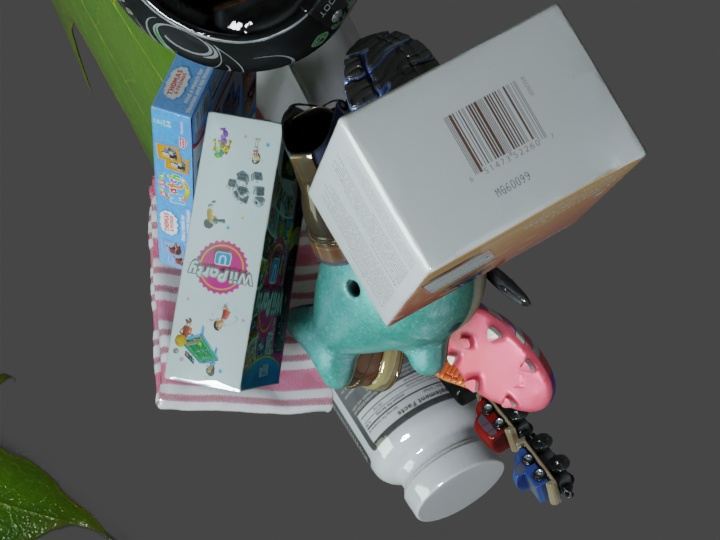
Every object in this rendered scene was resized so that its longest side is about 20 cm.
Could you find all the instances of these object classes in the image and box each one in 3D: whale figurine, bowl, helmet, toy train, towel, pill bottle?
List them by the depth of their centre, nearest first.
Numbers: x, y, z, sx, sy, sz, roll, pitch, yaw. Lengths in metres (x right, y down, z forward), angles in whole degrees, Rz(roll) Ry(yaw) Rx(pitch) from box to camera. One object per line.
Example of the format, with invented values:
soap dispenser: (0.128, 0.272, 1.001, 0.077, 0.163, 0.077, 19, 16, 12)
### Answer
helmet: (-0.092, -0.235, 1.534, 0.200, 0.200, 0.191, 63, -179, -7)
whale figurine: (0.004, 0.020, 1.667, 0.200, 0.104, 0.159, -42, 79, 39)
towel: (-0.097, 0.018, 1.768, 0.030, 0.146, 0.200, 126, 143, -68)
bowl: (-0.056, -0.189, 1.783, 0.200, 0.075, 0.200, 62, 169, 2)
toy train: (0.119, 0.129, 1.839, 0.200, 0.046, 0.034, 51, 165, 43)
pill bottle: (0.041, 0.125, 2.007, 0.200, 0.116, 0.116, 57, 168, 24)

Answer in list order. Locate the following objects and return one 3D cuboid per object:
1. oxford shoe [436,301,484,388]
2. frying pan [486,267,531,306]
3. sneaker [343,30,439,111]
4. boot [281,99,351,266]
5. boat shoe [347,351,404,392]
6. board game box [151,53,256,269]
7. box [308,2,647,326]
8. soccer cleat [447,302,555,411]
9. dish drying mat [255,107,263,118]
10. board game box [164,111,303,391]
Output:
oxford shoe: (0.083, 0.056, 1.827, 0.073, 0.071, 0.200, 36, -177, -35)
frying pan: (0.064, -0.042, 1.697, 0.190, 0.031, 0.115, 23, 150, 57)
sneaker: (0.048, -0.085, 1.572, 0.200, 0.075, 0.078, 60, 173, 17)
boot: (-0.007, -0.105, 1.607, 0.200, 0.075, 0.097, -78, -27, -46)
boat shoe: (0.000, 0.000, 1.820, 0.072, 0.067, 0.200, -1, 85, 60)
board game box: (-0.118, -0.116, 1.686, 0.037, 0.151, 0.200, 15, 146, 8)
box: (0.066, -0.059, 1.334, 0.106, 0.152, 0.200, 60, 170, 6)
soccer cleat: (0.081, 0.039, 1.733, 0.200, 0.076, 0.067, 33, 120, 19)
dish drying mat: (-0.061, -0.085, 1.882, 0.200, 0.018, 0.077, 49, -167, -10)
board game box: (-0.089, -0.013, 1.656, 0.148, 0.064, 0.200, 3, -83, -81)
